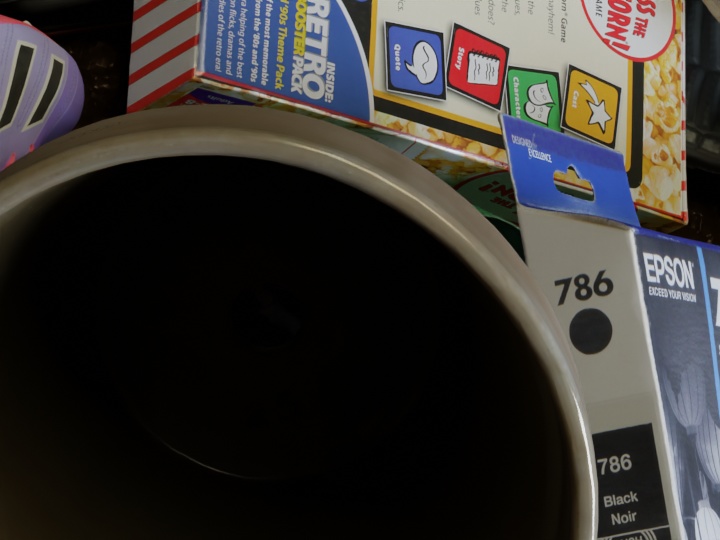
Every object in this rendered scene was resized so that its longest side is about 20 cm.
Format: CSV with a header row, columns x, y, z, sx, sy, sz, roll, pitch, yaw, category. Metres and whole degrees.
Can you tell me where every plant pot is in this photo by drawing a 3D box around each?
x,y,z,sx,sy,sz,roll,pitch,yaw,category
-0.034,0.036,0.840,0.199,0.200,0.174,30,16,-7,plant pot

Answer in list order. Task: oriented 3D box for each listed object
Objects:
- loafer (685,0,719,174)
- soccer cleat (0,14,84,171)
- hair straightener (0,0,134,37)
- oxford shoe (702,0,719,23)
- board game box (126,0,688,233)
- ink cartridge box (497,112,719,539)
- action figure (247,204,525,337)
x,y,z,sx,sy,sz,roll,pitch,yaw,category
0.171,-0.054,1.103,0.199,0.070,0.076,14,73,-3,loafer
-0.137,-0.038,0.889,0.077,0.067,0.200,56,19,15,soccer cleat
-0.127,-0.104,0.965,0.199,0.077,0.041,-5,72,-31,hair straightener
0.154,-0.125,1.061,0.075,0.058,0.200,10,31,-17,oxford shoe
0.022,-0.102,1.004,0.199,0.046,0.152,15,66,-31,board game box
0.090,0.052,0.859,0.099,0.039,0.201,8,70,-63,ink cartridge box
0.000,0.000,0.963,0.199,0.118,0.055,20,64,-5,action figure
